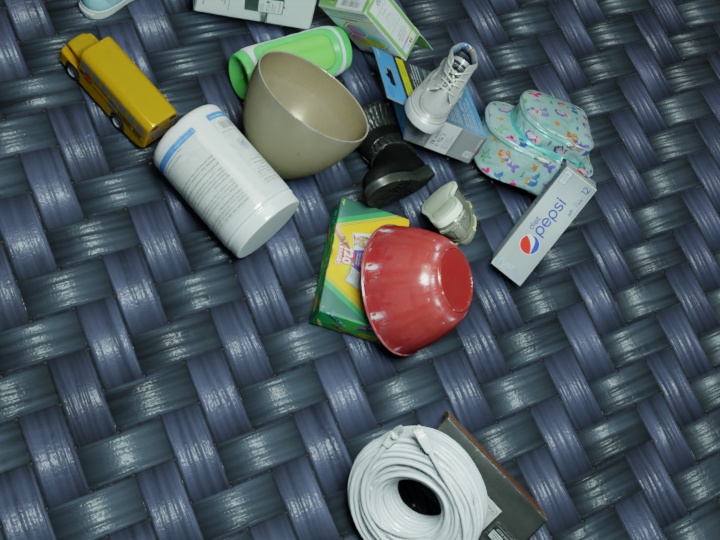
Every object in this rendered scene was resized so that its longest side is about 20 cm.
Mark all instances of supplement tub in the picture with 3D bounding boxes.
[{"bbox_3d":[-0.201,-0.134,1.601,0.132,0.132,0.201,-38,84,-30],"label":"supplement tub"}]

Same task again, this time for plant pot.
[{"bbox_3d":[-0.104,-0.221,1.661,0.198,0.135,0.202,27,33,-19],"label":"plant pot"}]

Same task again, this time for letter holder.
[{"bbox_3d":[0.163,0.312,1.564,0.101,0.142,0.200,-45,85,2],"label":"letter holder"}]

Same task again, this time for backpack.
[{"bbox_3d":[0.291,-0.211,1.810,0.197,0.152,0.179,14,36,-6],"label":"backpack"}]

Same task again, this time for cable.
[{"bbox_3d":[0.076,0.313,1.469,0.201,0.200,0.069,50,31,1],"label":"cable"}]

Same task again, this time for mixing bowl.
[{"bbox_3d":[0.098,0.021,1.602,0.199,0.107,0.204,20,65,-51],"label":"mixing bowl"}]

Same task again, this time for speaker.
[{"bbox_3d":[-0.113,-0.341,1.756,0.198,0.089,0.089,-22,75,-28],"label":"speaker"}]

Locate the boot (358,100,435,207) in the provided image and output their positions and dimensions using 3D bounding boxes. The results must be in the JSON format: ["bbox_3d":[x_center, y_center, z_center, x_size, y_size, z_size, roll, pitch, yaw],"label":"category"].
[{"bbox_3d":[0.025,-0.189,1.710,0.159,0.079,0.211,56,23,5],"label":"boot"}]

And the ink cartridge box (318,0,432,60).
[{"bbox_3d":[0.028,-0.406,1.788,0.103,0.200,0.060,22,82,36],"label":"ink cartridge box"}]

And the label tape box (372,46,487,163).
[{"bbox_3d":[0.099,-0.272,1.770,0.198,0.064,0.145,17,39,-27],"label":"label tape box"}]

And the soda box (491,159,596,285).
[{"bbox_3d":[0.294,-0.077,1.729,0.063,0.201,0.068,36,19,-1],"label":"soda box"}]

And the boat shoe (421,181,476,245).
[{"bbox_3d":[0.144,-0.090,1.704,0.072,0.202,0.060,-40,103,10],"label":"boat shoe"}]

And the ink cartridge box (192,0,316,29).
[{"bbox_3d":[-0.176,-0.484,1.773,0.197,0.084,0.148,6,42,-19],"label":"ink cartridge box"}]

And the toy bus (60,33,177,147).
[{"bbox_3d":[-0.370,-0.282,1.634,0.065,0.078,0.200,-39,84,-30],"label":"toy bus"}]

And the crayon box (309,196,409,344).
[{"bbox_3d":[0.000,0.000,1.658,0.117,0.058,0.203,17,62,-13],"label":"crayon box"}]

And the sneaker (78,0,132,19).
[{"bbox_3d":[-0.371,-0.484,1.725,0.074,0.082,0.201,37,59,-2],"label":"sneaker"}]

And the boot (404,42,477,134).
[{"bbox_3d":[0.131,-0.295,1.682,0.073,0.096,0.201,32,35,-7],"label":"boot"}]
